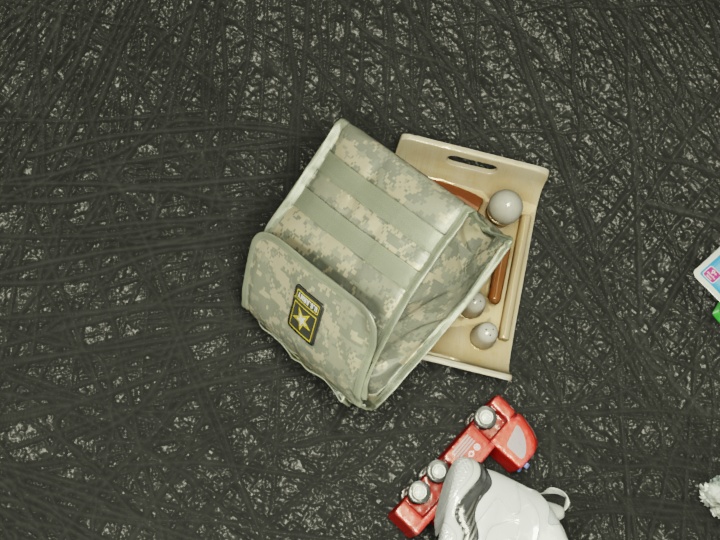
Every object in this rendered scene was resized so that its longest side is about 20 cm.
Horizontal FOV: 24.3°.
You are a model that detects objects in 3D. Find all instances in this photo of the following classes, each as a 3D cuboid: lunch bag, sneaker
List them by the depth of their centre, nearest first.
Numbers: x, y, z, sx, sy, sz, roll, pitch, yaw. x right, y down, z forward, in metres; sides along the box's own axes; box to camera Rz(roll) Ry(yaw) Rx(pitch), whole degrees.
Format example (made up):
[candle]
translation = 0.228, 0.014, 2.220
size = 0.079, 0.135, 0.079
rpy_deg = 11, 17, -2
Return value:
[sneaker]
translation = 0.113, 0.264, 1.404
size = 0.114, 0.075, 0.201
rpy_deg = 13, 73, -5
[lunch bag]
translation = 0.000, 0.000, 1.439
size = 0.164, 0.117, 0.200
rpy_deg = 38, 95, 31

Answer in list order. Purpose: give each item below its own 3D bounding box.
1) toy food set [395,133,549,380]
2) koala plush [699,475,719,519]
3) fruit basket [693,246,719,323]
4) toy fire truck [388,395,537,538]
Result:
[toy food set]
translation = 0.086, -0.012, 1.517
size = 0.143, 0.060, 0.201
rpy_deg = 13, 76, -5
[koala plush]
translation = 0.408, 0.220, 1.471
size = 0.200, 0.184, 0.178
rpy_deg = 44, 107, 16
[fruit basket]
translation = 0.433, 0.012, 1.547
size = 0.200, 0.094, 0.185
rpy_deg = -39, 86, -17
[toy fire truck]
translation = 0.103, 0.226, 1.476
size = 0.141, 0.049, 0.200
rpy_deg = 43, 75, 2
